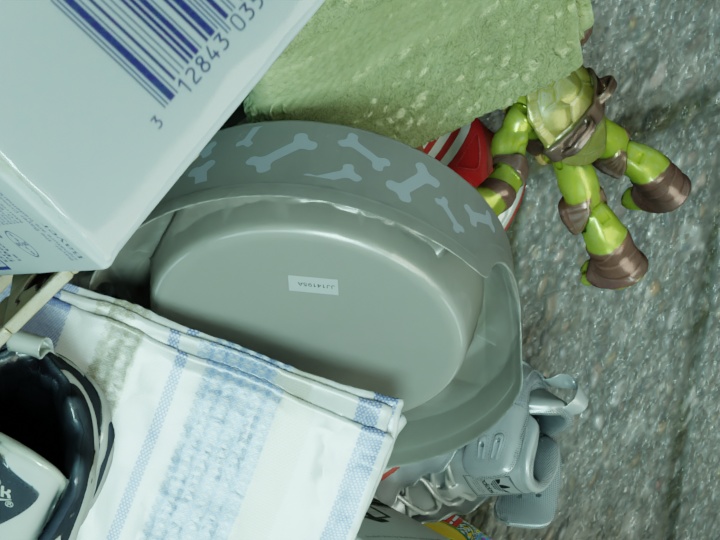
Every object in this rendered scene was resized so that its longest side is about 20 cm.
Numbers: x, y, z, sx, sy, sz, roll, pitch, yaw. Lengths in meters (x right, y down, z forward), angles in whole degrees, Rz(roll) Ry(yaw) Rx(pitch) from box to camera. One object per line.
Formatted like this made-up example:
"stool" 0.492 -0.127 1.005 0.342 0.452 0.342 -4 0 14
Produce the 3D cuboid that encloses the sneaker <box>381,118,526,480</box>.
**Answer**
"sneaker" 0.000 0.000 1.377 0.115 0.078 0.200 35 71 -45

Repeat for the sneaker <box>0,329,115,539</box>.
"sneaker" -0.153 0.113 1.116 0.130 0.079 0.199 85 26 -64

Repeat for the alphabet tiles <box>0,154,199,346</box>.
"alphabet tiles" -0.110 -0.030 1.097 0.200 0.167 0.008 -43 107 13

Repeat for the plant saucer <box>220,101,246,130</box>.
"plant saucer" -0.059 -0.140 1.234 0.201 0.039 0.201 -28 130 -38

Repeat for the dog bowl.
"dog bowl" -0.021 0.010 1.255 0.200 0.200 0.059 65 26 -47

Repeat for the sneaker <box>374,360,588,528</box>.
"sneaker" 0.028 0.111 1.426 0.200 0.115 0.075 -53 142 -15

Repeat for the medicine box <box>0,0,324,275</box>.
"medicine box" -0.106 -0.098 1.052 0.103 0.200 0.182 43 73 -18

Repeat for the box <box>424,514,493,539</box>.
"box" 0.049 0.259 1.453 0.193 0.200 0.122 -46 152 -24

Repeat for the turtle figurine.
"turtle figurine" 0.104 -0.079 1.388 0.161 0.064 0.200 48 46 -32

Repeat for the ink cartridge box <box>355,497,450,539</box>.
"ink cartridge box" -0.036 0.173 1.314 0.084 0.200 0.146 9 102 -51

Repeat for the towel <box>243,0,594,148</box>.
"towel" 0.026 -0.123 1.264 0.200 0.036 0.149 -29 133 -25

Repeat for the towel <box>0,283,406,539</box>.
"towel" -0.095 0.092 1.229 0.024 0.200 0.147 -102 -148 -84
